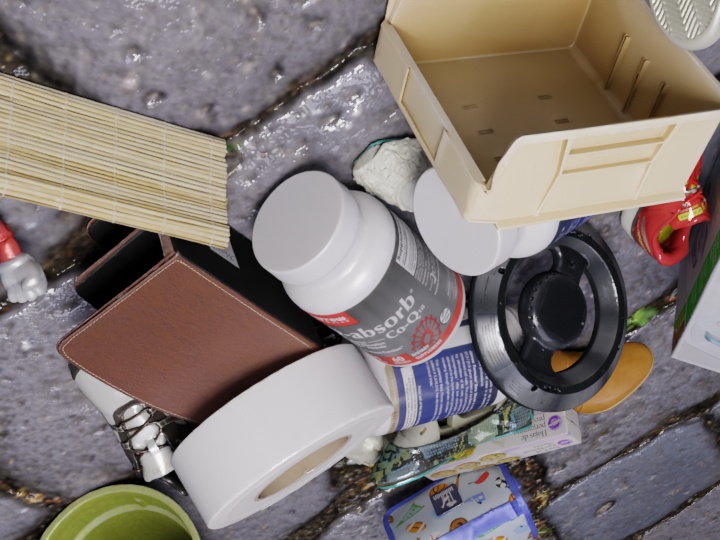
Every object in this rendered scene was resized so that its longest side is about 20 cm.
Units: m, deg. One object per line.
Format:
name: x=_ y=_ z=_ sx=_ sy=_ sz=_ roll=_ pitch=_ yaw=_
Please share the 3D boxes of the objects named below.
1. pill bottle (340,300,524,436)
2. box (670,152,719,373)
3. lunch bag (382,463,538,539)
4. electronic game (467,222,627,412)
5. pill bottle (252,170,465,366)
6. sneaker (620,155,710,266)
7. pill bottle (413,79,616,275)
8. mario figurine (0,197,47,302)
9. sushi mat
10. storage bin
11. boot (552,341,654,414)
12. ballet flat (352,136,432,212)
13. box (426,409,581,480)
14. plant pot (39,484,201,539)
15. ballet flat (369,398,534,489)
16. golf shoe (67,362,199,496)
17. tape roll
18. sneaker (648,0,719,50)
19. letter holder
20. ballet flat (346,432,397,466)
pill bottle: x=0.088 y=0.093 z=1.118 sx=0.199 sy=0.111 sz=0.112 roll=-12 pitch=138 yaw=-18
box: x=0.389 y=-0.025 z=1.085 sx=0.096 sy=0.201 sz=0.177 roll=16 pitch=135 yaw=7
lunch bag: x=0.121 y=0.310 z=1.325 sx=0.169 sy=0.124 sz=0.200 roll=-28 pitch=169 yaw=0
electronic game: x=0.190 y=0.040 z=1.091 sx=0.199 sy=0.202 sz=0.042 roll=1 pitch=177 yaw=-31
pill bottle: x=0.000 y=0.000 z=0.967 sx=0.116 sy=0.116 sz=0.200 roll=-39 pitch=139 yaw=13
sneaker: x=0.319 y=-0.086 z=1.081 sx=0.077 sy=0.085 sz=0.201 roll=-18 pitch=139 yaw=-13
pill bottle: x=0.144 y=-0.080 z=0.917 sx=0.199 sy=0.116 sz=0.116 roll=-31 pitch=147 yaw=-34
mario figurine: x=-0.301 y=-0.008 z=0.790 sx=0.123 sy=0.106 sz=0.201 roll=-42 pitch=163 yaw=-41
sushi mat: x=-0.179 y=-0.079 z=0.804 sx=0.199 sy=0.096 sz=0.012 roll=13 pitch=149 yaw=-38
storage bin: x=0.137 y=-0.142 z=0.828 sx=0.197 sy=0.201 sz=0.094 roll=-9 pitch=141 yaw=-21
boot: x=0.237 y=0.114 z=1.257 sx=0.200 sy=0.071 sz=0.144 roll=-28 pitch=141 yaw=6
ballet flat: x=0.089 y=-0.073 z=0.980 sx=0.199 sy=0.072 sz=0.072 roll=5 pitch=130 yaw=-33
box: x=0.157 y=0.201 z=1.270 sx=0.199 sy=0.039 sz=0.041 roll=-20 pitch=147 yaw=28
plant pot: x=-0.223 y=0.348 z=1.171 sx=0.200 sy=0.201 sz=0.184 roll=-30 pitch=152 yaw=3
ballet flat: x=0.093 y=0.166 z=1.175 sx=0.199 sy=0.074 sz=0.075 roll=-21 pitch=141 yaw=-20
golf shoe: x=-0.197 y=0.140 z=1.020 sx=0.077 sy=0.095 sz=0.200 roll=-29 pitch=139 yaw=5
tape roll: x=-0.070 y=0.152 z=0.993 sx=0.202 sy=0.071 sz=0.203 roll=-33 pitch=166 yaw=-9
sneaker: x=0.261 y=-0.262 z=0.808 sx=0.084 sy=0.075 sz=0.202 roll=-1 pitch=92 yaw=-42
letter holder: x=-0.154 y=0.035 z=0.931 sx=0.142 sy=0.101 sz=0.200 roll=-37 pitch=139 yaw=14
ballet flat: x=0.023 y=0.188 z=1.217 sx=0.199 sy=0.070 sz=0.070 roll=14 pitch=125 yaw=-39
